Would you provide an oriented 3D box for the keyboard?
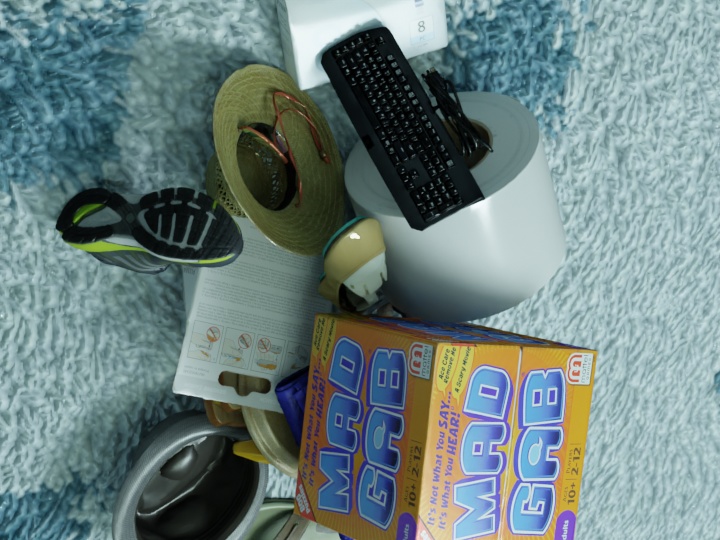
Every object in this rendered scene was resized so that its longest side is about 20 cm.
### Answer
[{"bbox_3d":[0.048,-0.144,1.358,0.103,0.201,0.040,-27,166,-7],"label":"keyboard"}]

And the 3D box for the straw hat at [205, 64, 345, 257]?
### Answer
[{"bbox_3d":[-0.103,-0.092,1.409,0.085,0.203,0.201,-22,136,33],"label":"straw hat"}]

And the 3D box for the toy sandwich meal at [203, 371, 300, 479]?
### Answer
[{"bbox_3d":[-0.080,0.132,1.567,0.070,0.207,0.205,-15,142,40],"label":"toy sandwich meal"}]

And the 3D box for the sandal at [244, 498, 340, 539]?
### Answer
[{"bbox_3d":[-0.078,0.309,1.716,0.199,0.057,0.080,-5,122,-22],"label":"sandal"}]

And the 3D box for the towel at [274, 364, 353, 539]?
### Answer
[{"bbox_3d":[0.010,0.171,1.520,0.147,0.049,0.201,-30,112,-19],"label":"towel"}]

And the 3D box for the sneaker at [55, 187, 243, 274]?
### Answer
[{"bbox_3d":[-0.189,-0.033,1.394,0.081,0.198,0.074,46,59,-53],"label":"sneaker"}]

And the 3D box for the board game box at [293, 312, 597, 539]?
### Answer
[{"bbox_3d":[0.079,0.157,1.417,0.198,0.199,0.202,4,94,-36],"label":"board game box"}]

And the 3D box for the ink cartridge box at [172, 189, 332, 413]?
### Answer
[{"bbox_3d":[-0.108,0.034,1.490,0.160,0.050,0.202,14,90,-32],"label":"ink cartridge box"}]

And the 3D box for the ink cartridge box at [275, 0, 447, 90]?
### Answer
[{"bbox_3d":[-0.003,-0.285,1.384,0.159,0.047,0.201,-18,128,-13],"label":"ink cartridge box"}]

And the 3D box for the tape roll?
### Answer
[{"bbox_3d":[0.096,-0.066,1.472,0.201,0.203,0.140,-27,128,-7],"label":"tape roll"}]

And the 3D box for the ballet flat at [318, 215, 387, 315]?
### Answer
[{"bbox_3d":[0.000,0.000,1.412,0.068,0.063,0.200,-36,173,-11],"label":"ballet flat"}]

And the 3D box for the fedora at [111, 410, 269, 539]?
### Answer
[{"bbox_3d":[-0.194,0.231,1.591,0.176,0.090,0.201,24,98,-37],"label":"fedora"}]

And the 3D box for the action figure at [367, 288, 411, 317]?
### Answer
[{"bbox_3d":[0.064,0.054,1.621,0.129,0.070,0.201,-24,124,0],"label":"action figure"}]
